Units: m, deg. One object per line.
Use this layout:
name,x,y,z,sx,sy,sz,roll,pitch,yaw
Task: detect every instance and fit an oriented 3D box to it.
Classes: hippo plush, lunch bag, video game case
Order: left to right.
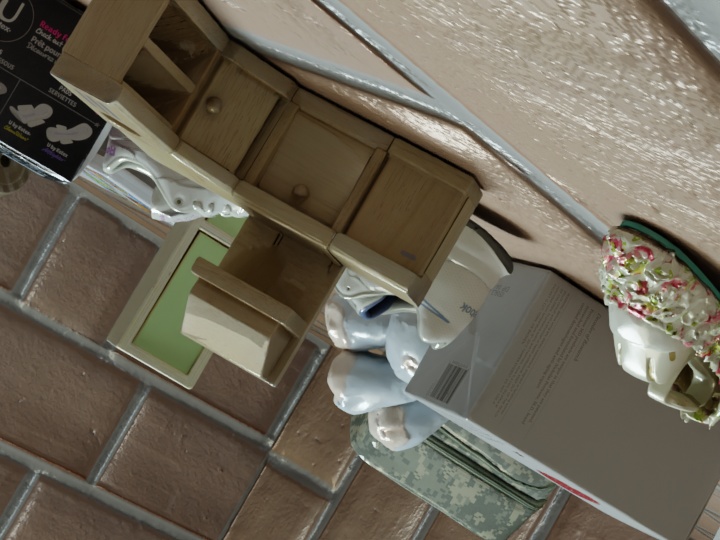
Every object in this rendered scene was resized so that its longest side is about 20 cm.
video game case,-0.269,-0.105,1.761,0.200,0.018,0.143,28,174,34
hippo plush,0.067,0.082,1.413,0.200,0.159,0.161,32,-178,-12
lunch bag,0.109,0.125,1.642,0.200,0.168,0.139,35,-155,-13

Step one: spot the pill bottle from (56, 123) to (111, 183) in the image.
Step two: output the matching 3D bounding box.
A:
pill bottle,-0.309,-0.166,1.528,0.200,0.106,0.106,30,175,0

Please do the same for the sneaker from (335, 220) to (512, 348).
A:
sneaker,-0.002,-0.022,1.178,0.200,0.087,0.075,29,177,26

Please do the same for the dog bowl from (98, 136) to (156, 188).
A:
dog bowl,-0.233,-0.119,1.840,0.200,0.059,0.200,30,176,2

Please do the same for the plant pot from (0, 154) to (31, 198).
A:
plant pot,-0.674,-0.193,3.153,0.173,0.200,0.200,5,160,40

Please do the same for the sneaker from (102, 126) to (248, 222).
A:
sneaker,-0.101,-0.064,1.362,0.200,0.100,0.075,29,173,5

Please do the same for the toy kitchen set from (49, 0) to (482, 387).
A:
toy kitchen set,-0.067,-0.039,1.020,0.200,0.163,0.180,28,175,17

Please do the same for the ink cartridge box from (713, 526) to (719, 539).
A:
ink cartridge box,0.343,0.262,1.427,0.145,0.200,0.083,31,175,-4

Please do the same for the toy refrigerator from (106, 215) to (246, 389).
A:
toy refrigerator,-0.128,-0.006,1.521,0.076,0.200,0.070,32,174,-15

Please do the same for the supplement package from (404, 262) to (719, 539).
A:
supplement package,0.158,0.093,1.291,0.200,0.120,0.121,32,174,-20

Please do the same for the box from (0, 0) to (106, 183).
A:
box,-0.252,-0.145,1.350,0.132,0.115,0.200,30,177,-14

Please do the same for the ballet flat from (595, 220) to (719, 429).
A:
ballet flat,0.173,0.039,0.974,0.076,0.064,0.200,28,174,36
